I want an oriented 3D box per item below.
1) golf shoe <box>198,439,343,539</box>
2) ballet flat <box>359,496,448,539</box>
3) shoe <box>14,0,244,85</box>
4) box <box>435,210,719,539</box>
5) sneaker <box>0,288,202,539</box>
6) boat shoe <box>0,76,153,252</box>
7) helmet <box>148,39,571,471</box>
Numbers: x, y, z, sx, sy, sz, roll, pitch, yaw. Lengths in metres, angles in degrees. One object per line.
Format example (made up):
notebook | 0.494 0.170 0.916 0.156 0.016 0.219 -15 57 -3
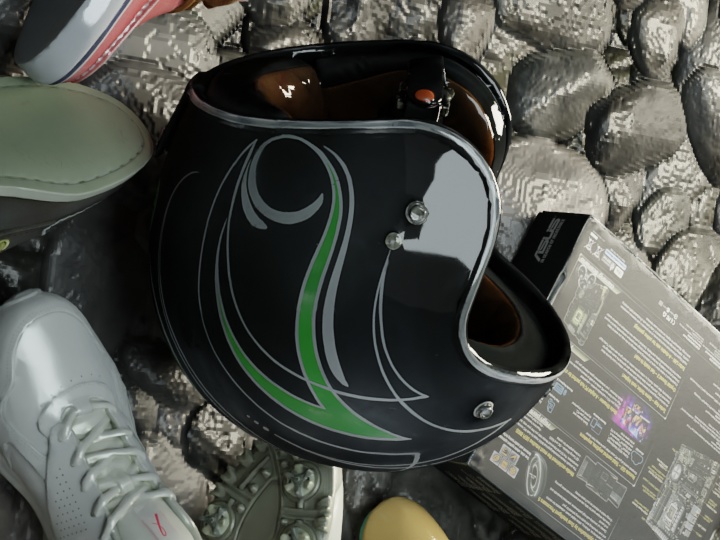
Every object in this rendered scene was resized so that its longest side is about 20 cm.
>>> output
golf shoe | -0.039 0.177 1.136 0.097 0.078 0.200 11 93 -56
ballet flat | 0.052 0.216 1.204 0.069 0.063 0.200 -26 110 -34
shoe | -0.077 -0.148 1.059 0.091 0.071 0.200 43 64 -27
box | 0.142 0.085 1.275 0.200 0.043 0.160 38 71 -35
sneaker | -0.114 0.102 1.036 0.078 0.099 0.200 -29 112 -33
boat shoe | -0.181 -0.037 0.998 0.201 0.061 0.072 -16 60 -45
helmet | 0.000 0.000 1.058 0.200 0.200 0.191 -18 116 -36
